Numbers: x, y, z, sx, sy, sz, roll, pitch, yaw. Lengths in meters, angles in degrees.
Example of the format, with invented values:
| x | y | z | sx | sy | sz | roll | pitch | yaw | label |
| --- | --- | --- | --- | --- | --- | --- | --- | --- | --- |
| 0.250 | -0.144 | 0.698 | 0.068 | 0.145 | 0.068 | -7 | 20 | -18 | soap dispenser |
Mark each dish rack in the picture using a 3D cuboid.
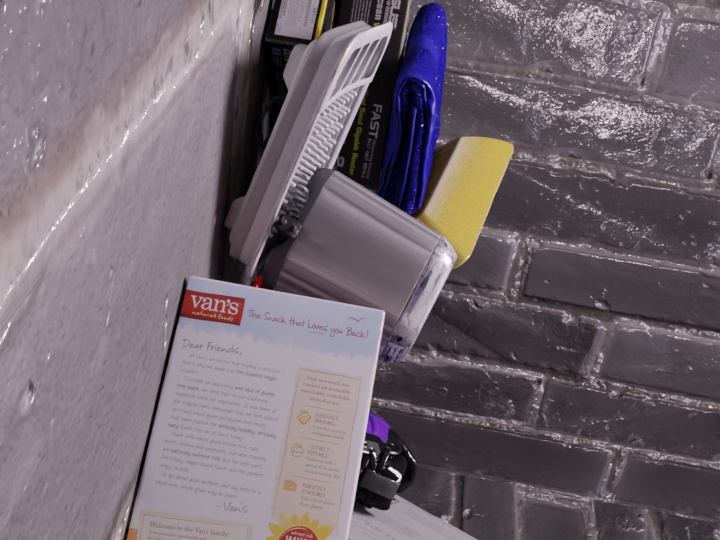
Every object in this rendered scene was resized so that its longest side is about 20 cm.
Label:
| x | y | z | sx | sy | sz | roll | pitch | yaw | label |
| --- | --- | --- | --- | --- | --- | --- | --- | --- | --- |
| -0.044 | -0.103 | 0.766 | 0.202 | 0.043 | 0.172 | -65 | 177 | 21 | dish rack |

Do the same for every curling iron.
| x | y | z | sx | sy | sz | roll | pitch | yaw | label |
| --- | --- | --- | --- | --- | --- | --- | --- | --- | --- |
| -0.079 | -0.087 | 0.887 | 0.050 | 0.025 | 0.201 | -62 | 173 | -26 | curling iron |

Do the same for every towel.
| x | y | z | sx | sy | sz | roll | pitch | yaw | label |
| --- | --- | --- | --- | --- | --- | --- | --- | --- | --- |
| 0.057 | -0.153 | 0.935 | 0.201 | 0.049 | 0.150 | -76 | 177 | -55 | towel |

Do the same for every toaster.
| x | y | z | sx | sy | sz | roll | pitch | yaw | label |
| --- | --- | --- | --- | --- | --- | --- | --- | --- | --- |
| 0.000 | 0.000 | 0.790 | 0.115 | 0.128 | 0.200 | -62 | 176 | -10 | toaster |

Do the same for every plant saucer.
| x | y | z | sx | sy | sz | roll | pitch | yaw | label |
| --- | --- | --- | --- | --- | --- | --- | --- | --- | --- |
| 0.042 | -0.052 | 0.981 | 0.198 | 0.049 | 0.201 | -24 | -154 | 38 | plant saucer |

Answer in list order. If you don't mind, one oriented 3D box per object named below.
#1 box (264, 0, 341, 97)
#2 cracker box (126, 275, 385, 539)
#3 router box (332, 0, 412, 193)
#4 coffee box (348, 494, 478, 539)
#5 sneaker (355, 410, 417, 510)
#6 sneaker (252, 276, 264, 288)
| x | y | z | sx | sy | sz | roll | pitch | yaw | label |
| --- | --- | --- | --- | --- | --- | --- | --- | --- | --- |
| -0.043 | -0.224 | 0.891 | 0.200 | 0.048 | 0.163 | 94 | 4 | -72 | box |
| -0.064 | 0.116 | 0.630 | 0.058 | 0.131 | 0.203 | 94 | 7 | -72 | cracker box |
| 0.008 | -0.196 | 0.935 | 0.150 | 0.061 | 0.203 | -78 | 177 | -64 | router box |
| -0.013 | 0.284 | 0.755 | 0.201 | 0.197 | 0.200 | -66 | 158 | 1 | coffee box |
| -0.015 | 0.135 | 0.738 | 0.070 | 0.099 | 0.199 | -59 | 150 | 7 | sneaker |
| -0.085 | 0.055 | 1.002 | 0.115 | 0.077 | 0.204 | -41 | 135 | -68 | sneaker |
